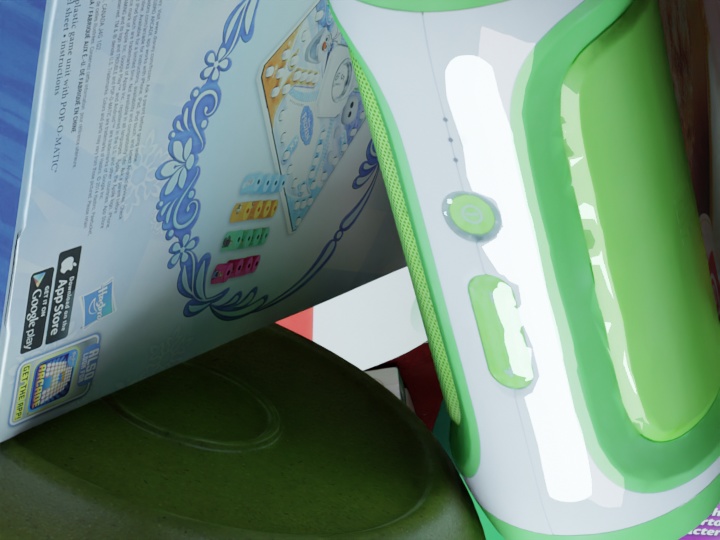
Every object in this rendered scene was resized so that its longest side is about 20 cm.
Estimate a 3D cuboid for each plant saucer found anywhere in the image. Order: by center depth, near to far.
[{"bbox_3d":[-0.053,0.048,0.764,0.200,0.200,0.031,7,113,-29],"label":"plant saucer"}]

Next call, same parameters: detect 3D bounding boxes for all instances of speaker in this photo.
[{"bbox_3d":[0.049,-0.019,0.727,0.088,0.088,0.200,-11,124,7],"label":"speaker"}]

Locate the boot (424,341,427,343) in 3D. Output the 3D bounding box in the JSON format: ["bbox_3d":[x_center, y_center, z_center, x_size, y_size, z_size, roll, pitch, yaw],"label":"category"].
[{"bbox_3d":[0.106,-0.013,1.111,0.200,0.074,0.075,-10,174,16],"label":"boot"}]

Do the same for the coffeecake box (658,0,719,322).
[{"bbox_3d":[0.128,-0.063,0.826,0.073,0.200,0.154,-7,155,-1],"label":"coffeecake box"}]

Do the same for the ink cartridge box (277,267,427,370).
[{"bbox_3d":[0.000,0.000,0.959,0.050,0.200,0.161,31,159,12],"label":"ink cartridge box"}]

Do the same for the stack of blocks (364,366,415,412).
[{"bbox_3d":[0.002,0.149,1.254,0.059,0.200,0.115,-8,155,5],"label":"stack of blocks"}]

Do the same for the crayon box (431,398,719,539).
[{"bbox_3d":[0.137,0.058,1.063,0.200,0.058,0.173,4,139,-10],"label":"crayon box"}]

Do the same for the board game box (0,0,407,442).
[{"bbox_3d":[-0.028,-0.074,0.725,0.199,0.043,0.200,-21,133,-46],"label":"board game box"}]
